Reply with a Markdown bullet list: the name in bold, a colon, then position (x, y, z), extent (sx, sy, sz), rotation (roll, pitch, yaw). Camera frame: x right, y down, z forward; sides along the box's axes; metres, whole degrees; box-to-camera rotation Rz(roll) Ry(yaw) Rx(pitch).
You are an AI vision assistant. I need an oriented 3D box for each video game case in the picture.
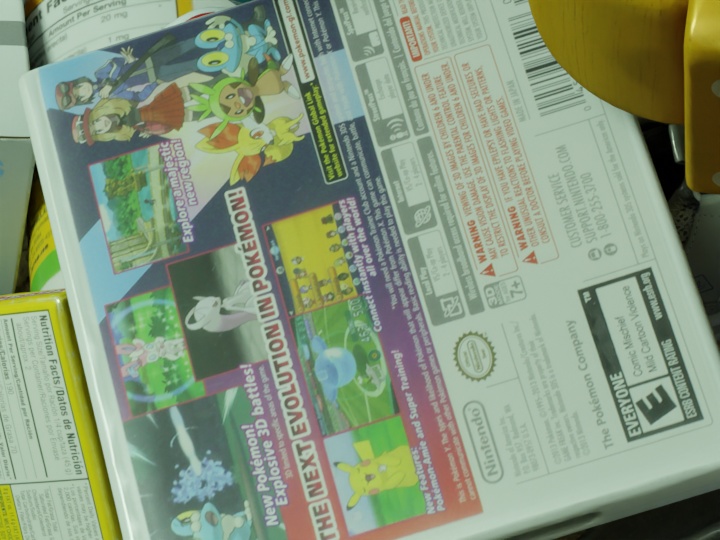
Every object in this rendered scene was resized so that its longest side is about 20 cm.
- **video game case**: position (0.003, -0.001, 0.858), extent (0.182, 0.023, 0.200), rotation (-17, 62, 2)

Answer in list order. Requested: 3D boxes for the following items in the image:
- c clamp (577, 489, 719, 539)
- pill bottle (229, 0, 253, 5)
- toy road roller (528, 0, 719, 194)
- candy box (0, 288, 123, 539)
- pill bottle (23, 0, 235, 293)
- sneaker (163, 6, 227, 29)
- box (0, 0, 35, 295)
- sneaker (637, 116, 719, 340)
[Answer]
- **c clamp**: position (0.124, 0.114, 0.811), extent (0.171, 0.027, 0.200), rotation (-23, 56, 28)
- **pill bottle**: position (-0.043, -0.151, 0.900), extent (0.111, 0.200, 0.111), rotation (-15, 64, 32)
- **toy road roller**: position (0.110, -0.061, 0.798), extent (0.146, 0.123, 0.200), rotation (7, 68, 11)
- **candy box**: position (-0.112, 0.106, 0.985), extent (0.102, 0.026, 0.200), rotation (-6, 100, 35)
- **pill bottle**: position (-0.069, -0.062, 1.040), extent (0.111, 0.111, 0.200), rotation (-24, 57, 28)
- **sneaker**: position (0.000, 0.000, 0.903), extent (0.071, 0.112, 0.200), rotation (-30, 93, -13)
- **box**: position (-0.156, -0.061, 1.076), extent (0.200, 0.041, 0.156), rotation (-104, 21, -43)
- **sneaker**: position (0.128, -0.027, 0.888), extent (0.200, 0.082, 0.075), rotation (-30, 55, 21)
